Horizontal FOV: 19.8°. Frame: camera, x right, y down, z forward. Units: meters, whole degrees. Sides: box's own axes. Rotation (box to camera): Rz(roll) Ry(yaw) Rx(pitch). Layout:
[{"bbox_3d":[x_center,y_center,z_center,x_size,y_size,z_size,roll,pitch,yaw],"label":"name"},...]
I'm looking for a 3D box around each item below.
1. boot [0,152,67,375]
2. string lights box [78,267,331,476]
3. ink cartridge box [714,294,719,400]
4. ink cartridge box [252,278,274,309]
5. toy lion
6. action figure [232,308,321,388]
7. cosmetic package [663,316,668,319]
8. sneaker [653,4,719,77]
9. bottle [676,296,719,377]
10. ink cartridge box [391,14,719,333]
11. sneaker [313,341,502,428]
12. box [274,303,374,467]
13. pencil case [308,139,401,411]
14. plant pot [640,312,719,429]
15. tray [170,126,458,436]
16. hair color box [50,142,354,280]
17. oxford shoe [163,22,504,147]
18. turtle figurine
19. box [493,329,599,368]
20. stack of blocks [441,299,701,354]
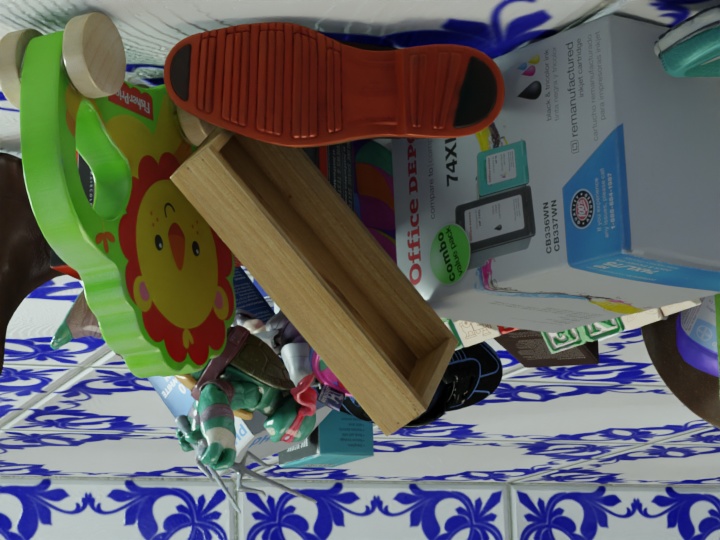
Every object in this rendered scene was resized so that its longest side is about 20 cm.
[{"bbox_3d":[-0.187,0.007,1.449,0.199,0.187,0.064,9,159,-31],"label":"boot"},{"bbox_3d":[-0.117,0.047,1.539,0.103,0.200,0.059,-17,155,-50],"label":"string lights box"},{"bbox_3d":[0.254,-0.022,1.329,0.075,0.201,0.148,8,164,-37],"label":"ink cartridge box"},{"bbox_3d":[0.009,0.016,1.839,0.197,0.047,0.200,-8,165,31],"label":"ink cartridge box"},{"bbox_3d":[-0.135,-0.035,1.231,0.068,0.193,0.200,-9,165,24],"label":"toy lion"},{"bbox_3d":[-0.032,0.019,1.482,0.129,0.201,0.070,3,132,3],"label":"action figure"},{"bbox_3d":[0.137,-0.014,1.575,0.199,0.107,0.090,-5,169,8],"label":"cosmetic package"},{"bbox_3d":[0.266,-0.117,1.181,0.199,0.080,0.078,2,167,-14],"label":"sneaker"},{"bbox_3d":[0.292,-0.013,1.470,0.083,0.065,0.201,18,125,-2],"label":"bottle"},{"bbox_3d":[0.137,-0.053,1.297,0.146,0.148,0.200,8,164,-39],"label":"ink cartridge box"},{"bbox_3d":[0.047,0.086,1.538,0.199,0.070,0.078,1,-160,-44],"label":"sneaker"},{"bbox_3d":[-0.030,0.050,1.616,0.049,0.201,0.082,3,168,-25],"label":"box"},{"bbox_3d":[0.000,0.000,1.394,0.088,0.201,0.089,-3,134,-3],"label":"pencil case"},{"bbox_3d":[0.340,0.007,1.593,0.186,0.188,0.200,2,153,-18],"label":"plant pot"},{"bbox_3d":[-0.025,-0.004,1.241,0.037,0.200,0.099,-34,-170,25],"label":"tray"},{"bbox_3d":[-0.105,-0.054,1.365,0.199,0.102,0.061,-8,164,22],"label":"hair color box"},{"bbox_3d":[-0.018,-0.105,1.228,0.199,0.072,0.073,6,180,-7],"label":"oxford shoe"},{"bbox_3d":[-0.102,0.079,1.350,0.200,0.101,0.150,33,167,0],"label":"turtle figurine"},{"bbox_3d":[0.151,0.016,1.729,0.075,0.101,0.200,-5,166,15],"label":"box"},{"bbox_3d":[0.130,-0.004,1.476,0.199,0.115,0.059,-19,-153,14],"label":"stack of blocks"}]
